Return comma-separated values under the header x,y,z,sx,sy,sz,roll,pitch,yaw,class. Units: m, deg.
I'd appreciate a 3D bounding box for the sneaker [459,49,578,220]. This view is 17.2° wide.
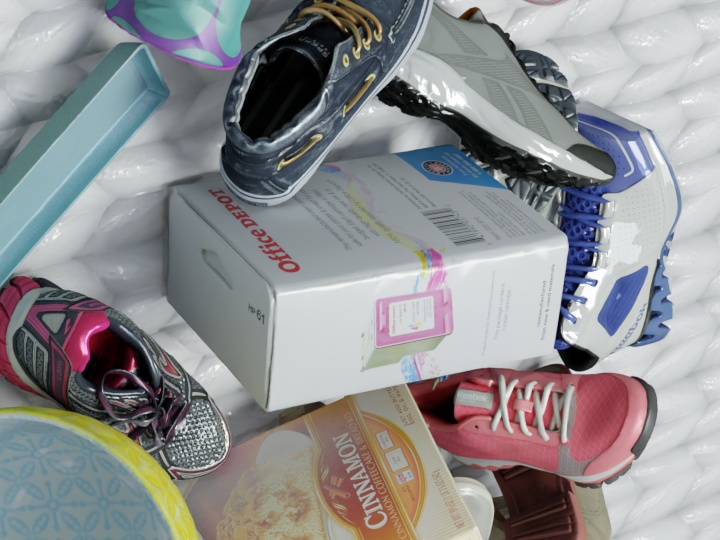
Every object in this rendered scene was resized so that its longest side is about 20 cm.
x,y,z,sx,sy,sz,roll,pitch,yaw,class
0.092,-0.046,1.580,0.078,0.086,0.200,8,88,-10,sneaker

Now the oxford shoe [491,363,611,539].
x,y,z,sx,sy,sz,roll,pitch,yaw,class
0.136,0.153,1.654,0.075,0.070,0.200,50,30,-36,oxford shoe

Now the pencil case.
x,y,z,sx,sy,sz,roll,pitch,yaw,class
-0.075,-0.215,1.311,0.092,0.085,0.200,-4,116,-63,pencil case

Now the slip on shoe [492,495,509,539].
x,y,z,sx,sy,sz,roll,pitch,yaw,class
0.057,0.204,1.682,0.200,0.061,0.076,-19,119,-14,slip on shoe

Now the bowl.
x,y,z,sx,sy,sz,roll,pitch,yaw,class
-0.169,0.166,1.375,0.108,0.200,0.200,-25,132,-68,bowl

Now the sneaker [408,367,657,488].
x,y,z,sx,sy,sz,roll,pitch,yaw,class
0.106,0.100,1.579,0.087,0.200,0.074,22,71,-39,sneaker

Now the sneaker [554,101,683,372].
x,y,z,sx,sy,sz,roll,pitch,yaw,class
0.158,-0.005,1.645,0.115,0.081,0.200,-34,133,-32,sneaker

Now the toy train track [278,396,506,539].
x,y,z,sx,sy,sz,roll,pitch,yaw,class
0.025,0.129,1.593,0.115,0.033,0.200,-32,131,32,toy train track

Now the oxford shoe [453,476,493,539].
x,y,z,sx,sy,sz,roll,pitch,yaw,class
0.037,0.226,1.606,0.075,0.058,0.200,17,115,-24,oxford shoe

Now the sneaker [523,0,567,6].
x,y,z,sx,sy,sz,roll,pitch,yaw,class
0.069,-0.215,1.425,0.200,0.081,0.088,40,40,-38,sneaker

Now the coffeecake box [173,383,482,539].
x,y,z,sx,sy,sz,roll,pitch,yaw,class
-0.035,0.170,1.457,0.200,0.154,0.073,-24,130,-2,coffeecake box

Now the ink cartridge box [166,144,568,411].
x,y,z,sx,sy,sz,roll,pitch,yaw,class
0.000,0.000,1.427,0.200,0.145,0.085,-9,121,-27,ink cartridge box

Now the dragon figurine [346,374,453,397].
x,y,z,sx,sy,sz,roll,pitch,yaw,class
-0.003,0.048,1.539,0.200,0.059,0.099,-23,125,-35,dragon figurine

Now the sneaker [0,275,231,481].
x,y,z,sx,sy,sz,roll,pitch,yaw,class
-0.138,0.075,1.405,0.200,0.075,0.081,40,70,-48,sneaker

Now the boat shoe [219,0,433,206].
x,y,z,sx,sy,sz,roll,pitch,yaw,class
-0.014,-0.132,1.384,0.200,0.071,0.091,-59,173,-18,boat shoe

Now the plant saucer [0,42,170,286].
x,y,z,sx,sy,sz,roll,pitch,yaw,class
-0.183,-0.044,1.334,0.200,0.019,0.070,-51,161,-11,plant saucer

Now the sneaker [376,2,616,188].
x,y,z,sx,sy,sz,roll,pitch,yaw,class
0.084,-0.113,1.489,0.200,0.074,0.079,32,77,-21,sneaker
